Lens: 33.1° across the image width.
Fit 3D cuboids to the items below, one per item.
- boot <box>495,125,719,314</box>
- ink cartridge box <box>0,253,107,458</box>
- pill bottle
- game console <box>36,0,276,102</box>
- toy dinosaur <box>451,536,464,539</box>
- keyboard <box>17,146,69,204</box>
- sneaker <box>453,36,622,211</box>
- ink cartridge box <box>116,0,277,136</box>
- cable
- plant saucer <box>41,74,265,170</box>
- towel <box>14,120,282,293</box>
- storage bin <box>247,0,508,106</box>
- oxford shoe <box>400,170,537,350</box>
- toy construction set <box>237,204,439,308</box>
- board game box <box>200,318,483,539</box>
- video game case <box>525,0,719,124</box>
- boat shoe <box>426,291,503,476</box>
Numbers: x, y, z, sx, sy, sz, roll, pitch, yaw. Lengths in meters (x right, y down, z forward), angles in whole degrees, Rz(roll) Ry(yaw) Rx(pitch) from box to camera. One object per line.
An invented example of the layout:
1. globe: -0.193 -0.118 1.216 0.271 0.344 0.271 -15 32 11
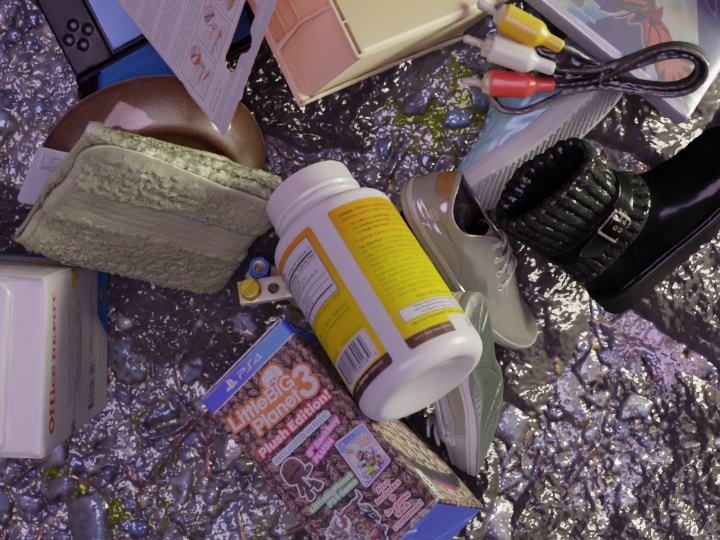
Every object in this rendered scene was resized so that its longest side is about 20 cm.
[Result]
1. boot: 0.232 -0.075 1.034 0.158 0.079 0.211 39 96 -28
2. ink cartridge box: -0.310 0.065 1.037 0.144 0.200 0.148 2 94 2
3. pill bottle: 0.004 0.012 0.965 0.109 0.109 0.200 -34 67 4
4. game console: -0.182 -0.235 1.051 0.199 0.119 0.173 -27 93 4
5. toy dinosaur: 0.028 0.310 1.074 0.181 0.200 0.105 5 113 33
6. keyboard: -0.183 -0.061 1.018 0.199 0.011 0.056 11 133 -31
7. sneaker: 0.138 -0.128 1.081 0.200 0.074 0.082 -39 62 9
8. ink cartridge box: -0.116 -0.229 0.937 0.200 0.050 0.161 49 133 27
9. cable: 0.180 -0.158 0.995 0.199 0.050 0.098 15 118 10
10. plant saucer: -0.175 -0.075 1.039 0.200 0.201 0.037 -27 48 4
11. towel: -0.170 -0.044 1.005 0.199 0.037 0.148 15 131 -35
12. storage bin: 0.001 -0.270 1.001 0.200 0.094 0.199 -28 93 -35
13. oxford shoe: 0.108 -0.007 1.051 0.058 0.075 0.200 -20 120 29
14. toy construction set: 0.000 0.000 1.074 0.199 0.092 0.132 20 72 -6
15. board game box: -0.012 0.155 1.021 0.097 0.159 0.200 -45 69 5
16. video game case: 0.245 -0.255 1.040 0.200 0.023 0.183 38 73 -6
17. boat shoe: 0.082 0.098 1.062 0.064 0.075 0.203 9 135 24
